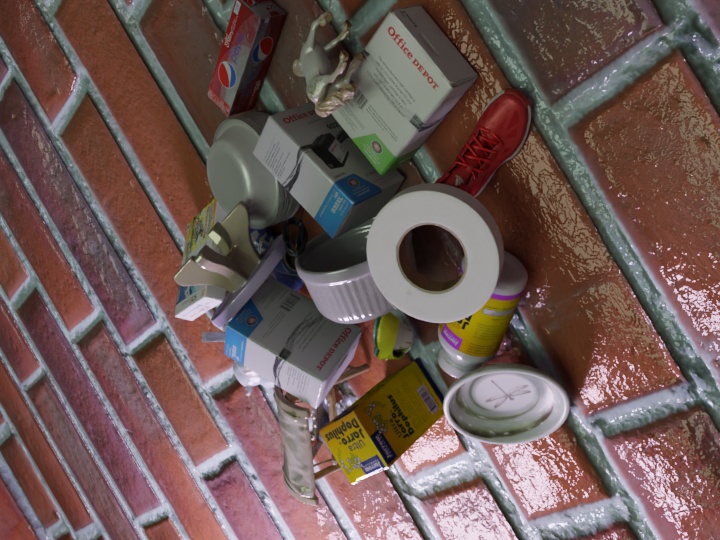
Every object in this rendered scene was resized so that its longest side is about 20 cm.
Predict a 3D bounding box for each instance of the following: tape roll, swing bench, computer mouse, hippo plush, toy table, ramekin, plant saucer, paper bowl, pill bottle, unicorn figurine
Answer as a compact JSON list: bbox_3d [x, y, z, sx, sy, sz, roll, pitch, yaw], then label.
[{"bbox_3d":[0.105,-0.022,1.146,0.199,0.037,0.207,10,117,19],"label":"tape roll"},{"bbox_3d":[-0.081,0.287,1.503,0.128,0.199,0.203,15,119,34],"label":"swing bench"},{"bbox_3d":[-0.090,-0.109,1.356,0.057,0.203,0.034,13,152,5],"label":"computer mouse"},{"bbox_3d":[-0.207,0.181,1.578,0.195,0.161,0.163,-2,131,-5],"label":"hippo plush"},{"bbox_3d":[-0.225,-0.013,1.391,0.117,0.184,0.201,40,93,-14],"label":"toy table"},{"bbox_3d":[0.000,0.000,1.308,0.197,0.200,0.107,0,120,39],"label":"ramekin"},{"bbox_3d":[0.228,0.199,1.268,0.196,0.051,0.202,3,135,3],"label":"plant saucer"},{"bbox_3d":[-0.199,-0.173,1.435,0.199,0.103,0.204,25,126,40],"label":"paper bowl"},{"bbox_3d":[0.181,0.071,1.247,0.103,0.104,0.203,32,127,24],"label":"pill bottle"},{"bbox_3d":[-0.058,-0.313,1.212,0.073,0.203,0.137,23,135,-26],"label":"unicorn figurine"}]

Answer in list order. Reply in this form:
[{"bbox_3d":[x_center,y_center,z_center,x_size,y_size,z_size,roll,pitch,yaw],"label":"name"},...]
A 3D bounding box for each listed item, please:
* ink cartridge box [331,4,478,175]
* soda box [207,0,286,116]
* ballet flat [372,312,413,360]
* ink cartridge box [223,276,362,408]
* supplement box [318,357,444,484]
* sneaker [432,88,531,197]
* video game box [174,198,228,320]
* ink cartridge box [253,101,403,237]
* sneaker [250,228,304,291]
[{"bbox_3d":[0.059,-0.268,1.204,0.146,0.084,0.200,51,134,8],"label":"ink cartridge box"},{"bbox_3d":[-0.198,-0.369,1.384,0.063,0.070,0.201,42,131,15],"label":"soda box"},{"bbox_3d":[0.056,0.112,1.350,0.066,0.068,0.200,11,163,5],"label":"ballet flat"},{"bbox_3d":[-0.118,0.124,1.409,0.198,0.145,0.085,28,135,12],"label":"ink cartridge box"},{"bbox_3d":[0.044,0.256,1.383,0.109,0.199,0.110,-37,86,43],"label":"supplement box"},{"bbox_3d":[0.168,-0.155,1.138,0.078,0.116,0.202,33,133,9],"label":"sneaker"},{"bbox_3d":[-0.302,-0.020,1.557,0.181,0.046,0.204,-24,57,54],"label":"video game box"},{"bbox_3d":[-0.051,-0.169,1.292,0.200,0.144,0.084,46,132,13],"label":"ink cartridge box"},{"bbox_3d":[-0.167,-0.043,1.523,0.077,0.076,0.202,-36,82,18],"label":"sneaker"}]
